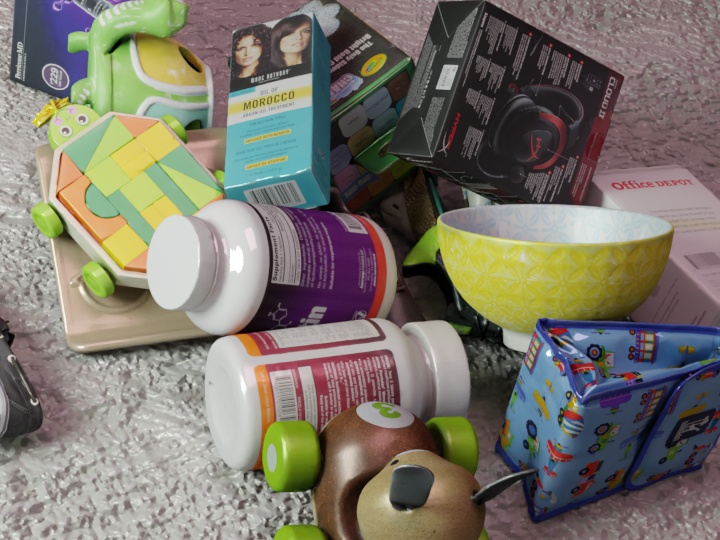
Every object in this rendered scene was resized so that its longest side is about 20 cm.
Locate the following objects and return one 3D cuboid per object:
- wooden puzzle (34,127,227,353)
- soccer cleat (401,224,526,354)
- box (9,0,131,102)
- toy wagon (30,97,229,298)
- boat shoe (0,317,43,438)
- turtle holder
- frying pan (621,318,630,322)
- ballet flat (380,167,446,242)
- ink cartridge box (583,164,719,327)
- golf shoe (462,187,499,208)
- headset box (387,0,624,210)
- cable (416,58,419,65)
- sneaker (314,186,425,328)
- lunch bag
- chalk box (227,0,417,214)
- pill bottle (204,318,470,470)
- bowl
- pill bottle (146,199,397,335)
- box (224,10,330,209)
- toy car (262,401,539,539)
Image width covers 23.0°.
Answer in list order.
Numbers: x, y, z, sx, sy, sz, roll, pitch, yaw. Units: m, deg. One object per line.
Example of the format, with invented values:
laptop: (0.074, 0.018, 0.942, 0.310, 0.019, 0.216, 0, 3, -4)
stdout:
wooden puzzle: (-0.182, -0.026, 1.557, 0.185, 0.046, 0.200, -7, 70, -18)
soccer cleat: (0.123, 0.041, 1.584, 0.200, 0.068, 0.081, 42, 70, 13)
box: (-0.258, -0.260, 1.718, 0.141, 0.200, 0.079, 22, 41, 10)
toy wagon: (-0.207, -0.075, 1.523, 0.155, 0.040, 0.200, -39, 82, -26)
boat shoe: (-0.311, 0.061, 1.445, 0.066, 0.070, 0.200, 3, 35, -39)
turtle holder: (-0.205, -0.171, 1.644, 0.131, 0.186, 0.141, 0, 14, -11)
frying pan: (0.225, 0.050, 1.589, 0.115, 0.031, 0.190, 31, 21, -48)
ballet flat: (0.048, -0.074, 1.711, 0.065, 0.071, 0.200, -18, 40, 6)
ink cartridge box: (0.303, -0.004, 1.656, 0.145, 0.084, 0.200, -5, 42, -38)
golf shoe: (0.124, -0.096, 1.671, 0.200, 0.078, 0.097, 51, 50, -22)
headset box: (0.141, -0.138, 1.602, 0.200, 0.149, 0.075, 21, -6, -34)
cable: (0.144, -0.152, 1.760, 0.200, 0.163, 0.051, 24, 77, 10)
sneaker: (0.000, 0.000, 1.584, 0.077, 0.082, 0.200, -16, 48, -31)
lunch bag: (0.232, 0.113, 1.466, 0.200, 0.151, 0.094, -6, 45, -21)
chalk box: (-0.011, -0.146, 1.668, 0.125, 0.124, 0.200, -36, 48, -10)
pill bottle: (-0.018, 0.097, 1.447, 0.200, 0.110, 0.110, -6, 44, -22)
bowl: (0.161, 0.011, 1.490, 0.200, 0.108, 0.200, 2, 11, 0)
pill bottle: (-0.074, 0.001, 1.477, 0.200, 0.113, 0.113, 5, 37, -39)
box: (-0.072, -0.138, 1.565, 0.082, 0.049, 0.200, -12, 48, 13)
toy car: (0.039, 0.159, 1.297, 0.164, 0.200, 0.158, 1, 73, -22)
